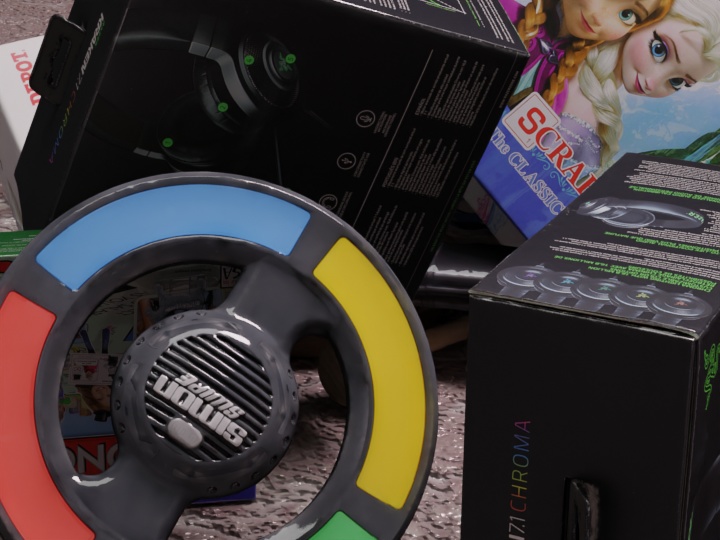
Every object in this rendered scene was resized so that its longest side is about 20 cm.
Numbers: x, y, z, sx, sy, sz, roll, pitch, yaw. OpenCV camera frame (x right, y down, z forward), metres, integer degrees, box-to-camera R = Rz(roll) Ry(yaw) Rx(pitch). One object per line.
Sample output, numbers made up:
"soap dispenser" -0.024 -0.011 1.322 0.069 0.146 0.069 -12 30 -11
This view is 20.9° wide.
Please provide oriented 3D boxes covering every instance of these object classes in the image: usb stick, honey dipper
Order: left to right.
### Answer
"usb stick" 0.000 0.000 1.065 0.200 0.033 0.055 4 22 13
"honey dipper" 0.057 0.032 1.074 0.038 0.038 0.200 20 25 39

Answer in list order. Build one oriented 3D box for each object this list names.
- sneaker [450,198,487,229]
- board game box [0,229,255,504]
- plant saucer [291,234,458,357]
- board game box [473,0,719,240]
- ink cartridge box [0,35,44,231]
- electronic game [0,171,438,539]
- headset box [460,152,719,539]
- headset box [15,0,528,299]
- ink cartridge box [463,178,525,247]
"sneaker" 0.051 -0.063 1.218 0.200 0.074 0.082 10 -26 -33
"board game box" -0.146 0.047 0.881 0.200 0.135 0.029 -4 25 -11
"plant saucer" -0.036 0.005 1.142 0.200 0.030 0.200 2 22 -1
"board game box" 0.137 -0.112 1.036 0.200 0.199 0.041 50 5 14
"ink cartridge box" -0.095 -0.074 1.070 0.200 0.084 0.146 -16 42 -15
"electronic game" -0.065 0.056 0.819 0.200 0.200 0.042 -3 -12 -12
"headset box" 0.113 0.066 0.798 0.093 0.174 0.200 11 23 24
"headset box" -0.053 -0.073 0.916 0.200 0.174 0.093 12 30 -22
"ink cartridge box" 0.124 -0.079 1.149 0.200 0.088 0.145 51 39 14
